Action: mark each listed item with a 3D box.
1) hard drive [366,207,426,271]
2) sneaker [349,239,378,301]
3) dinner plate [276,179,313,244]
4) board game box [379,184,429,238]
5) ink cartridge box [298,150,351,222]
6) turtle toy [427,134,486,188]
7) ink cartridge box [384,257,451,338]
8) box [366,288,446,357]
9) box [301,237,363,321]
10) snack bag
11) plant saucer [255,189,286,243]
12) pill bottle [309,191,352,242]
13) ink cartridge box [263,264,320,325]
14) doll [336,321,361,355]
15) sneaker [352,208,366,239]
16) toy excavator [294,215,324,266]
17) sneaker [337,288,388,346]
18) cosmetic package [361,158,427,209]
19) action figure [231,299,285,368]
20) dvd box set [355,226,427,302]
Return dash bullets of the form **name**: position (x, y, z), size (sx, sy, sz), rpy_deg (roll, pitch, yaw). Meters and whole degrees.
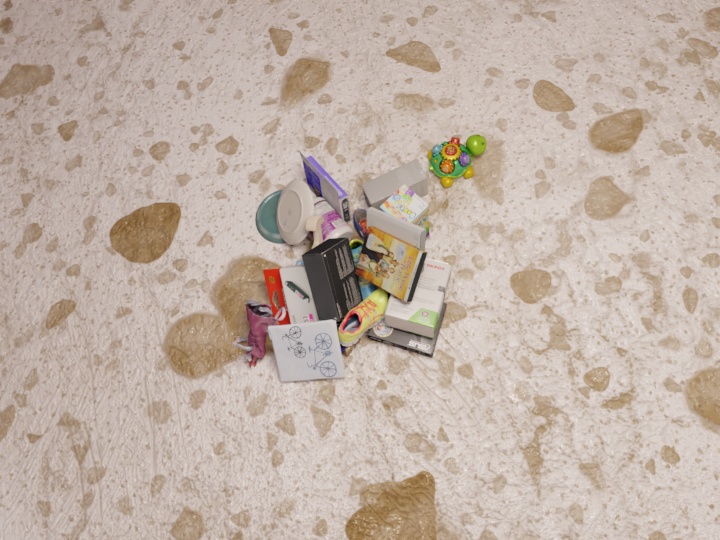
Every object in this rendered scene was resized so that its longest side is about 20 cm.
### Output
- **hard drive**: position (0.097, -0.087, 1.527), size (0.026, 0.133, 0.199), rpy_deg (-29, 41, -36)
- **sneaker**: position (0.000, 0.000, 1.620), size (0.079, 0.131, 0.202), rpy_deg (-18, 67, 1)
- **dinner plate**: position (-0.211, -0.182, 1.685), size (0.199, 0.024, 0.203), rpy_deg (-1, 88, 49)
- **board game box**: position (0.136, -0.143, 1.621), size (0.103, 0.200, 0.105), rpy_deg (-42, 69, -10)
- **ink cartridge box**: position (-0.108, -0.264, 1.707), size (0.043, 0.200, 0.198), rpy_deg (-37, 68, -13)
- **turtle toy**: position (0.309, -0.368, 1.742), size (0.198, 0.101, 0.147), rpy_deg (-24, 66, -2)
- **ink cartridge box**: position (0.165, 0.070, 1.543), size (0.144, 0.084, 0.202), rpy_deg (14, 64, 14)
- **box**: position (0.136, 0.147, 1.587), size (0.198, 0.044, 0.162), rpy_deg (16, 70, 14)
- **box**: position (-0.077, 0.024, 1.551), size (0.078, 0.141, 0.202), rpy_deg (-3, 109, 31)
- **snack bag**: position (-0.153, 0.232, 1.542), size (0.197, 0.021, 0.191), rpy_deg (-7, 111, 8)
- **plant saucer**: position (-0.254, -0.185, 1.791), size (0.197, 0.027, 0.203), rpy_deg (-3, 68, 6)
- **pill bottle**: position (-0.124, -0.156, 1.705), size (0.112, 0.112, 0.200), rpy_deg (-39, 72, -9)
- **ink cartridge box**: position (-0.202, 0.088, 1.580), size (0.172, 0.044, 0.203), rpy_deg (-5, 103, 24)
- **doll**: position (-0.089, 0.159, 1.613), size (0.199, 0.049, 0.137), rpy_deg (35, 75, 20)
- **sneaker**: position (0.036, -0.118, 1.692), size (0.075, 0.079, 0.201), rpy_deg (-29, 67, -5)
- **toy excavator**: position (-0.139, -0.036, 1.626), size (0.099, 0.195, 0.202), rpy_deg (6, 62, 22)
- **sneaker**: position (0.010, 0.126, 1.540), size (0.078, 0.091, 0.200), rpy_deg (34, 73, 21)
- **cosmetic package**: position (0.110, -0.257, 1.724), size (0.198, 0.107, 0.091), rpy_deg (-22, 67, -3)
- **action figure**: position (-0.297, 0.190, 1.595), size (0.147, 0.134, 0.203), rpy_deg (2, 105, -9)
- **dvd box set**: position (0.080, -0.020, 1.500), size (0.199, 0.029, 0.148), rpy_deg (30, 111, 36)
